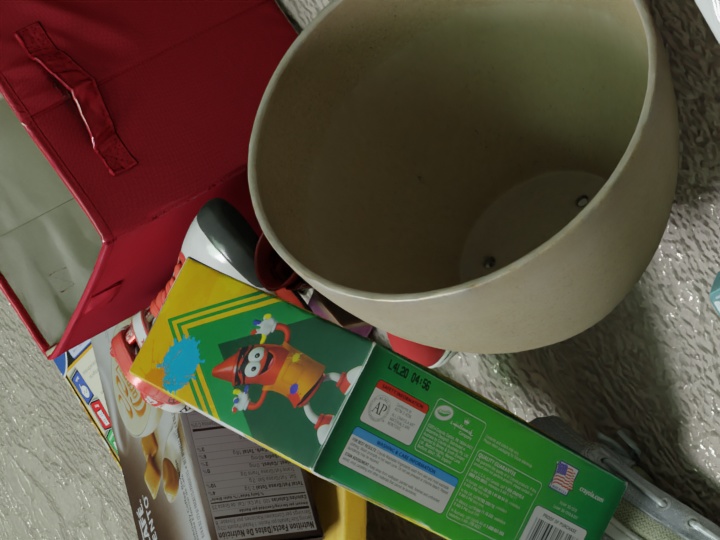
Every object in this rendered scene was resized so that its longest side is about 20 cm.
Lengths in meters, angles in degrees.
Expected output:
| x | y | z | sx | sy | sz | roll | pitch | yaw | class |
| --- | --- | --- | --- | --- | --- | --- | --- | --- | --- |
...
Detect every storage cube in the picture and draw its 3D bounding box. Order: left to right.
| x | y | z | sx | sy | sz | roll | pitch | yaw | class |
| --- | --- | --- | --- | --- | --- | --- | --- | --- | --- |
| -0.138 | -0.084 | 1.537 | 0.171 | 0.180 | 0.200 | 54 | 152 | 11 | storage cube |

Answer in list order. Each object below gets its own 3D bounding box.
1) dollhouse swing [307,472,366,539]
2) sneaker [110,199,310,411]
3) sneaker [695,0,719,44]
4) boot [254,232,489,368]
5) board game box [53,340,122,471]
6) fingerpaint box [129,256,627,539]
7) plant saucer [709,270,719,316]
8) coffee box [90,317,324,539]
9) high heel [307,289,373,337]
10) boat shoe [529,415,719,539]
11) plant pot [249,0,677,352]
| x | y | z | sx | sy | sz | roll | pitch | yaw | class |
| --- | --- | --- | --- | --- | --- | --- | --- | --- | --- |
| 0.016 | 0.206 | 1.715 | 0.181 | 0.176 | 0.200 | 22 | 158 | -17 | dollhouse swing |
| -0.091 | 0.028 | 1.483 | 0.067 | 0.108 | 0.201 | 53 | 179 | 11 | sneaker |
| 0.134 | -0.176 | 1.110 | 0.108 | 0.067 | 0.202 | 10 | 121 | 58 | sneaker |
| 0.000 | 0.000 | 1.422 | 0.072 | 0.144 | 0.200 | 43 | 149 | 30 | boot |
| -0.158 | 0.076 | 1.871 | 0.200 | 0.046 | 0.151 | 58 | 153 | 3 | board game box |
| 0.010 | 0.079 | 1.346 | 0.200 | 0.073 | 0.167 | 30 | 175 | -39 | fingerpaint box |
| 0.232 | 0.080 | 1.244 | 0.200 | 0.019 | 0.070 | 59 | 153 | 4 | plant saucer |
| -0.101 | 0.104 | 1.682 | 0.114 | 0.080 | 0.200 | -51 | 49 | 55 | coffee box |
| 0.011 | 0.105 | 1.572 | 0.200 | 0.067 | 0.096 | 57 | 134 | 37 | high heel |
| 0.155 | 0.137 | 1.393 | 0.202 | 0.065 | 0.075 | 40 | 160 | 44 | boat shoe |
| 0.067 | -0.040 | 1.236 | 0.200 | 0.200 | 0.134 | 34 | 170 | 41 | plant pot |
